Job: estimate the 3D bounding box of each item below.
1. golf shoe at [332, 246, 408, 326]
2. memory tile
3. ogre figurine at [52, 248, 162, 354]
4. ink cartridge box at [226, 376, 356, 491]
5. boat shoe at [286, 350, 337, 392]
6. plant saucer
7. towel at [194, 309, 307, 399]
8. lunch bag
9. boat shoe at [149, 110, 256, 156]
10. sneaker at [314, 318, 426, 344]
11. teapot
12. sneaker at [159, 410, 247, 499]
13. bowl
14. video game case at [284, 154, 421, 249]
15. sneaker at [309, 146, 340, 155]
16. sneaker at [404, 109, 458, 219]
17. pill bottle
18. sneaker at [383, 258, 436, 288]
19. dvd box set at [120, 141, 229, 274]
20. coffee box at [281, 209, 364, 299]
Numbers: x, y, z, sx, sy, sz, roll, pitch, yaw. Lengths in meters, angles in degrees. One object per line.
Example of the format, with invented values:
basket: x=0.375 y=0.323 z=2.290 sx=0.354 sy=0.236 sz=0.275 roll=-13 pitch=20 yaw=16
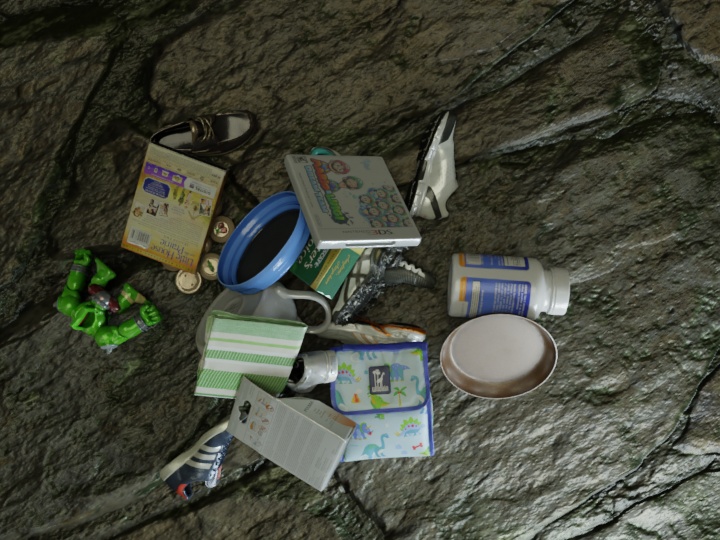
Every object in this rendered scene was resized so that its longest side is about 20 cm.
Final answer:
golf shoe: x=0.000 y=0.000 z=1.319 sx=0.094 sy=0.078 sz=0.200 roll=36 pitch=96 yaw=29
memory tile: x=-0.310 y=-0.071 z=1.415 sx=0.153 sy=0.017 sz=0.200 roll=-30 pitch=89 yaw=3
ogre figurine: x=-0.467 y=0.060 z=1.387 sx=0.200 sy=0.098 sz=0.120 roll=42 pitch=81 yaw=-9
ink cartridge box: x=-0.119 y=0.266 z=1.295 sx=0.200 sy=0.050 sz=0.162 roll=32 pitch=132 yaw=11
boat shoe: x=-0.103 y=0.174 z=1.315 sx=0.068 sy=0.200 sz=0.072 roll=3 pitch=82 yaw=-23
plant saucer: x=0.238 y=0.143 z=1.335 sx=0.200 sy=0.032 sz=0.200 roll=3 pitch=126 yaw=4
towel: x=-0.182 y=0.142 z=1.236 sx=0.152 sy=0.023 sz=0.200 roll=9 pitch=133 yaw=-14
lunch bag: x=0.038 y=0.218 z=1.324 sx=0.170 sy=0.127 sz=0.200 roll=-4 pitch=108 yaw=2
boat shoe: x=-0.284 y=-0.241 z=1.383 sx=0.200 sy=0.073 sz=0.075 roll=-18 pitch=90 yaw=3
sneaker: x=0.013 y=0.135 z=1.372 sx=0.200 sy=0.076 sz=0.092 roll=8 pitch=95 yaw=4
teapot: x=-0.175 y=0.109 z=1.343 sx=0.146 sy=0.200 sz=0.197 roll=45 pitch=69 yaw=-29
sneaker: x=-0.265 y=0.336 z=1.390 sx=0.200 sy=0.075 sz=0.085 roll=-41 pitch=87 yaw=13
bowl: x=-0.163 y=-0.046 z=1.323 sx=0.201 sy=0.201 sz=0.039 roll=-48 pitch=122 yaw=3
video game case: x=-0.015 y=-0.117 z=1.267 sx=0.182 sy=0.024 sz=0.200 roll=-3 pitch=50 yaw=-25
sneaker: x=-0.025 y=-0.137 z=1.367 sx=0.077 sy=0.080 sz=0.200 roll=-41 pitch=89 yaw=3
sneaker: x=0.140 y=-0.185 z=1.370 sx=0.080 sy=0.074 sz=0.200 roll=15 pitch=96 yaw=-11
pill bottle: x=0.254 y=0.031 z=1.336 sx=0.200 sy=0.112 sz=0.112 roll=4 pitch=91 yaw=3
sneaker: x=0.034 y=0.009 z=1.374 sx=0.200 sy=0.066 sz=0.091 roll=20 pitch=94 yaw=7
dvd box set: x=-0.330 y=-0.110 z=1.368 sx=0.146 sy=0.029 sz=0.200 roll=20 pitch=105 yaw=2
coffee box: x=-0.079 y=-0.045 z=1.324 sx=0.044 sy=0.200 sz=0.123 roll=32 pitch=93 yaw=-40
